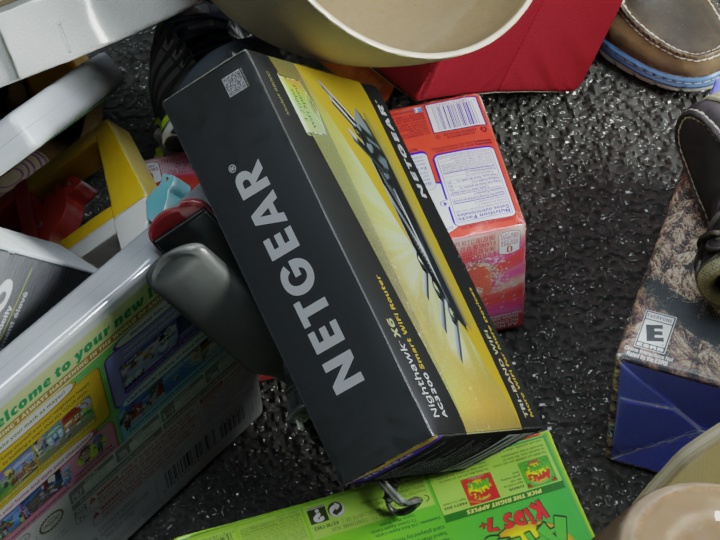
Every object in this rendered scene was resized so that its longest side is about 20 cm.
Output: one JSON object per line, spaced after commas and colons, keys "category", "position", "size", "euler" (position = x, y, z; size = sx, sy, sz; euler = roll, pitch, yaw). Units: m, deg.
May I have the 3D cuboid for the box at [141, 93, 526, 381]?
{"category": "box", "position": [-0.017, -0.013, 1.201], "size": [0.200, 0.096, 0.100], "euler": [-12, 53, -6]}

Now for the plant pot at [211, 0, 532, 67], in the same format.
{"category": "plant pot", "position": [-0.020, -0.189, 1.112], "size": [0.134, 0.200, 0.200], "euler": [-15, 34, 51]}

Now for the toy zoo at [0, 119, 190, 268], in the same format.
{"category": "toy zoo", "position": [-0.167, 0.007, 1.170], "size": [0.200, 0.020, 0.131], "euler": [-34, 50, 21]}

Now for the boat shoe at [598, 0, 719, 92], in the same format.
{"category": "boat shoe", "position": [0.157, -0.188, 1.343], "size": [0.072, 0.072, 0.200], "euler": [-29, 57, -20]}

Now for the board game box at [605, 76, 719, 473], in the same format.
{"category": "board game box", "position": [0.234, 0.017, 1.167], "size": [0.159, 0.097, 0.200], "euler": [15, 55, 13]}

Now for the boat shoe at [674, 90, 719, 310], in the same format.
{"category": "boat shoe", "position": [0.195, -0.005, 1.081], "size": [0.065, 0.072, 0.200], "euler": [-14, 59, -15]}

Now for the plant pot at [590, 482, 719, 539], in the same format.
{"category": "plant pot", "position": [0.134, 0.191, 0.953], "size": [0.200, 0.175, 0.200], "euler": [14, 38, -12]}

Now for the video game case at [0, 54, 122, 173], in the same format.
{"category": "video game case", "position": [-0.215, -0.037, 1.127], "size": [0.182, 0.200, 0.022], "euler": [-35, 98, 13]}

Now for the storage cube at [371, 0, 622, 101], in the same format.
{"category": "storage cube", "position": [0.056, -0.219, 1.268], "size": [0.200, 0.180, 0.171], "euler": [38, 27, 27]}

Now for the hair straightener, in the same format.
{"category": "hair straightener", "position": [-0.032, 0.057, 1.037], "size": [0.041, 0.200, 0.077], "euler": [-28, 31, 17]}

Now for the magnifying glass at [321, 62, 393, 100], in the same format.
{"category": "magnifying glass", "position": [-0.057, -0.168, 1.345], "size": [0.200, 0.080, 0.022], "euler": [40, 60, 16]}

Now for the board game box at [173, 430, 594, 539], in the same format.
{"category": "board game box", "position": [0.017, 0.158, 1.098], "size": [0.200, 0.048, 0.102], "euler": [-15, 54, -9]}

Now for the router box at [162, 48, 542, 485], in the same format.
{"category": "router box", "position": [0.000, 0.000, 1.053], "size": [0.052, 0.157, 0.200], "euler": [-30, 78, 19]}

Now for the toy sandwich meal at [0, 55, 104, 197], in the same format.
{"category": "toy sandwich meal", "position": [-0.247, -0.107, 1.299], "size": [0.205, 0.070, 0.205], "euler": [-1, 52, 1]}

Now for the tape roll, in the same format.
{"category": "tape roll", "position": [-0.178, -0.128, 1.173], "size": [0.203, 0.037, 0.203], "euler": [-20, 11, 4]}

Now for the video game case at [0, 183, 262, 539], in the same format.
{"category": "video game case", "position": [-0.129, 0.075, 1.083], "size": [0.022, 0.182, 0.200], "euler": [34, 61, 27]}

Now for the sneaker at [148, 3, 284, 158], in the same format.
{"category": "sneaker", "position": [-0.086, -0.108, 1.209], "size": [0.074, 0.200, 0.081], "euler": [-12, 89, -16]}

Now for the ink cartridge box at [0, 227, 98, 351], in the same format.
{"category": "ink cartridge box", "position": [-0.207, 0.072, 1.030], "size": [0.047, 0.200, 0.198], "euler": [28, 92, 13]}

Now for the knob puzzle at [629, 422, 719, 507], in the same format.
{"category": "knob puzzle", "position": [0.210, 0.103, 1.038], "size": [0.219, 0.220, 0.030], "euler": [-10, 48, -5]}
